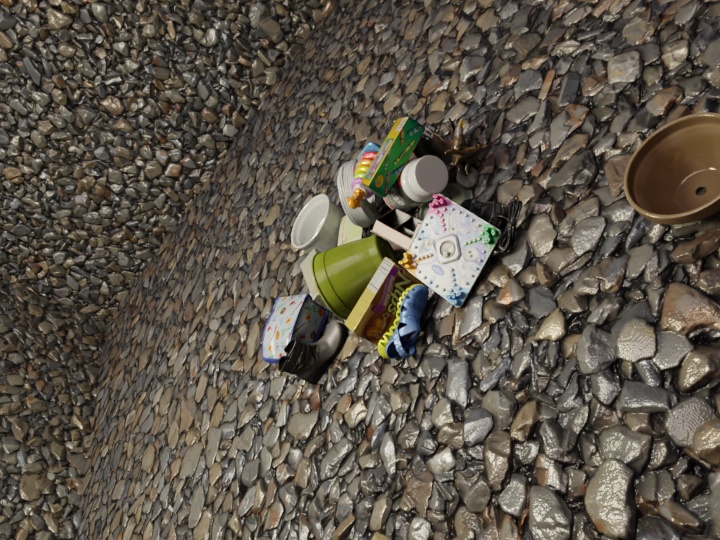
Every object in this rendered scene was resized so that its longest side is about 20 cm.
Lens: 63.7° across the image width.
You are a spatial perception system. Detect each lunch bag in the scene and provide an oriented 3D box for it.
[{"bbox_3d":[-0.208,0.188,1.760,0.168,0.123,0.203,-12,47,48],"label":"lunch bag"}]

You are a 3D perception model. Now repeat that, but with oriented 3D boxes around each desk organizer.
[{"bbox_3d":[0.128,-0.095,1.486,0.199,0.071,0.078,31,106,36],"label":"desk organizer"}]

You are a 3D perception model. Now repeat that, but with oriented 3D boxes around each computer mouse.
[{"bbox_3d":[0.300,-0.098,1.365,0.199,0.045,0.143,6,81,55],"label":"computer mouse"}]

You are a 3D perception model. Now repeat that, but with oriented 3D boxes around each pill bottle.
[{"bbox_3d":[0.141,-0.226,1.511,0.116,0.112,0.200,-67,15,-13],"label":"pill bottle"}]

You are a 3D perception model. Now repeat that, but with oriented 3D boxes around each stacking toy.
[{"bbox_3d":[0.016,-0.242,1.606,0.202,0.115,0.110,-61,10,-31],"label":"stacking toy"}]

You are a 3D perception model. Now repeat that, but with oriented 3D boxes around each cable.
[{"bbox_3d":[0.004,-0.231,1.735,0.068,0.199,0.204,-13,71,26],"label":"cable"}]

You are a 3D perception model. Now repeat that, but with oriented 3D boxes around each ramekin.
[{"bbox_3d":[-0.136,-0.144,1.947,0.199,0.097,0.203,-33,41,34],"label":"ramekin"}]

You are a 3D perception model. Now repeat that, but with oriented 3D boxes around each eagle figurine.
[{"bbox_3d":[0.242,-0.322,1.514,0.152,0.151,0.200,-56,31,2],"label":"eagle figurine"}]

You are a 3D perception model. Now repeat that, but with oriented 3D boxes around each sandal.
[{"bbox_3d":[0.120,0.132,1.400,0.087,0.079,0.203,26,94,54],"label":"sandal"}]

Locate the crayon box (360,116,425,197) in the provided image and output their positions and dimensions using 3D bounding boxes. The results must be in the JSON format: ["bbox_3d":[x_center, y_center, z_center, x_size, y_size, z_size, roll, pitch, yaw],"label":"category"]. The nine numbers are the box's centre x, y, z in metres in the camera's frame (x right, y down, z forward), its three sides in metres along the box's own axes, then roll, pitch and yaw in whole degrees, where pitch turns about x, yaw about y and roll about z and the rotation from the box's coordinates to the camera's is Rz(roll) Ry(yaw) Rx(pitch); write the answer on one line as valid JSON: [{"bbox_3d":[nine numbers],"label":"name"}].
[{"bbox_3d":[0.081,-0.294,1.500,0.202,0.058,0.119,-59,14,6],"label":"crayon box"}]

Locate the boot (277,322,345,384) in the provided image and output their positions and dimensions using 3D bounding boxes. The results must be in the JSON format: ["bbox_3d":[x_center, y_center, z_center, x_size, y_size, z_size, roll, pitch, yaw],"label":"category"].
[{"bbox_3d":[-0.136,0.217,1.625,0.202,0.131,0.070,-60,32,0],"label":"boot"}]

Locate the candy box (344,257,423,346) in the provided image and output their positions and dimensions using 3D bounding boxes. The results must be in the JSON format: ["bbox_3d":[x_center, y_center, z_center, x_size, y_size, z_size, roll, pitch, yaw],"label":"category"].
[{"bbox_3d":[0.061,0.084,1.474,0.202,0.116,0.056,-57,33,2],"label":"candy box"}]

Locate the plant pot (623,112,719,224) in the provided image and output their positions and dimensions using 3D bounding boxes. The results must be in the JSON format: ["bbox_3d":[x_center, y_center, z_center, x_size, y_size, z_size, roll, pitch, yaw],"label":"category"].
[{"bbox_3d":[0.566,-0.157,0.990,0.200,0.092,0.204,-34,41,35],"label":"plant pot"}]

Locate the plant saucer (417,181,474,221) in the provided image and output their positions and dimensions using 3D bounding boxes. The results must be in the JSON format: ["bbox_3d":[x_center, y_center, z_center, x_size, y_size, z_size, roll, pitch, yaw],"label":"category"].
[{"bbox_3d":[0.208,-0.153,1.523,0.199,0.050,0.203,-34,40,34],"label":"plant saucer"}]

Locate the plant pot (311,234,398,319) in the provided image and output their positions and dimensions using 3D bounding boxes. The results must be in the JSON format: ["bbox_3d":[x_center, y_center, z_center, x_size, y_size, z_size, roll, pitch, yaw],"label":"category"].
[{"bbox_3d":[0.000,0.000,1.580,0.191,0.200,0.203,-28,42,21],"label":"plant pot"}]

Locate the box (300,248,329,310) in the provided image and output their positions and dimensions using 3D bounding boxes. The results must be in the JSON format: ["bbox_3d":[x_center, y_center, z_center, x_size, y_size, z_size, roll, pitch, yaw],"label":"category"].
[{"bbox_3d":[-0.112,0.028,1.781,0.078,0.094,0.201,-48,35,14],"label":"box"}]

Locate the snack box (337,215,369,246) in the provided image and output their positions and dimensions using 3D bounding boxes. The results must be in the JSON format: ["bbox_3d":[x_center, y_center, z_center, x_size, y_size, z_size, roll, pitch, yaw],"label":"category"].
[{"bbox_3d":[-0.022,-0.102,1.810,0.115,0.037,0.203,-29,44,39],"label":"snack box"}]

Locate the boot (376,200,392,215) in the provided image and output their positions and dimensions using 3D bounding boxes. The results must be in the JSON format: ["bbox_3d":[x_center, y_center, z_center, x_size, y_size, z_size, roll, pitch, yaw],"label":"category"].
[{"bbox_3d":[0.104,-0.239,1.708,0.168,0.076,0.201,-48,40,11],"label":"boot"}]

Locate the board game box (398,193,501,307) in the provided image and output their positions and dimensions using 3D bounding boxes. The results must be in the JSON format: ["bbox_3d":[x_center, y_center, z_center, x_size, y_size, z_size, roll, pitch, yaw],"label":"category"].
[{"bbox_3d":[0.203,-0.050,1.363,0.199,0.026,0.202,38,108,35],"label":"board game box"}]
